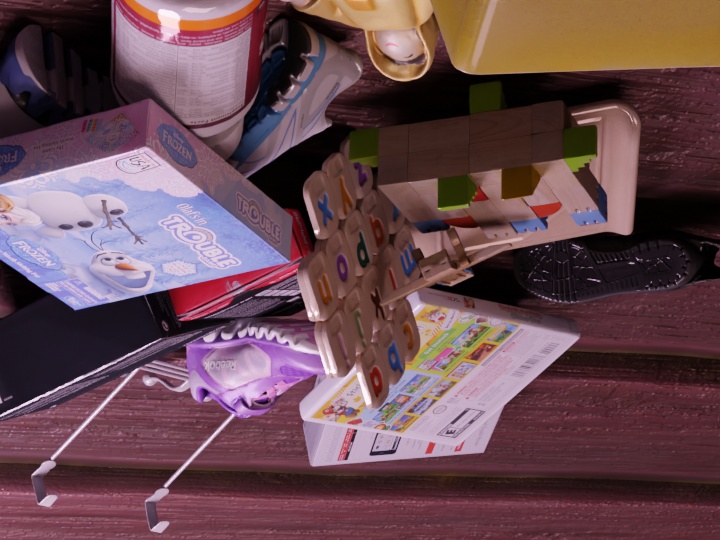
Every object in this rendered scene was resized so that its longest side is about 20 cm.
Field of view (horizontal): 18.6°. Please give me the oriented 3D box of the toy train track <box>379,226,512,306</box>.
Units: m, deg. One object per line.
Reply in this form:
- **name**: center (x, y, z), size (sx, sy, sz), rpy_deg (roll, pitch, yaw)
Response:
- **toy train track**: center (0.068, -0.008, 1.793), size (0.114, 0.033, 0.200), rpy_deg (-25, 175, 6)

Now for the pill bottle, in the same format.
- **pill bottle**: center (-0.121, -0.162, 1.544), size (0.109, 0.110, 0.200), rpy_deg (-6, 148, -10)

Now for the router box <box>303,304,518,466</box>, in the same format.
- **router box**: center (0.049, 0.112, 2.086), size (0.178, 0.049, 0.200), rpy_deg (-3, 147, -15)

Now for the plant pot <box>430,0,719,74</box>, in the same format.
- **plant pot**: center (0.148, -0.261, 1.422), size (0.199, 0.201, 0.177), rpy_deg (-3, 136, -15)

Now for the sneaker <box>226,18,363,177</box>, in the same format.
- **sneaker**: center (-0.070, -0.109, 1.685), size (0.086, 0.075, 0.200), rpy_deg (10, 142, -41)

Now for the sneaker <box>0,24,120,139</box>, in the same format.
- **sneaker**: center (-0.230, -0.099, 1.647), size (0.115, 0.081, 0.199), rpy_deg (-24, 140, 24)

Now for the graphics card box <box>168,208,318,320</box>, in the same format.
- **graphics card box**: center (-0.059, -0.004, 1.798), size (0.125, 0.051, 0.200), rpy_deg (-25, 169, 23)

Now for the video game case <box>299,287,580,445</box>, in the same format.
- **video game case**: center (0.071, 0.090, 1.994), size (0.181, 0.023, 0.200), rpy_deg (12, 140, -33)

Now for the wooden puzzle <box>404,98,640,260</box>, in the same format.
- **wooden puzzle**: center (0.130, -0.077, 1.840), size (0.199, 0.037, 0.185), rpy_deg (-7, 147, 0)

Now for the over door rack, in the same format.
- **over door rack**: center (-0.197, 0.136, 2.007), size (0.147, 0.067, 0.200), rpy_deg (18, 116, -39)

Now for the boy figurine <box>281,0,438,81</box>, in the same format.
- **boy figurine**: center (0.002, -0.197, 1.563), size (0.123, 0.065, 0.200), rpy_deg (-3, 160, 17)

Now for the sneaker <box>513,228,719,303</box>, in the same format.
- **sneaker**: center (0.244, -0.005, 1.950), size (0.199, 0.060, 0.104), rpy_deg (-2, -177, 26)

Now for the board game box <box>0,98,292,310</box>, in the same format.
- **board game box**: center (-0.183, -0.043, 1.609), size (0.198, 0.044, 0.200), rpy_deg (-13, 151, 26)

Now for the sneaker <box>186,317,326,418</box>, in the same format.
- **sneaker**: center (-0.083, 0.083, 1.881), size (0.080, 0.089, 0.199), rpy_deg (4, 179, -42)

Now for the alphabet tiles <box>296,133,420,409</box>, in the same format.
- **alphabet tiles**: center (0.000, 0.000, 1.754), size (0.015, 0.200, 0.197), rpy_deg (-8, 112, 25)

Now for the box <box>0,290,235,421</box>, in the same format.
- **box**: center (-0.225, 0.054, 1.822), size (0.199, 0.079, 0.141), rpy_deg (-25, 173, 21)

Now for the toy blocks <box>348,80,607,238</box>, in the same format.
- **toy blocks**: center (0.107, -0.072, 1.735), size (0.199, 0.101, 0.137), rpy_deg (-7, 157, 20)
